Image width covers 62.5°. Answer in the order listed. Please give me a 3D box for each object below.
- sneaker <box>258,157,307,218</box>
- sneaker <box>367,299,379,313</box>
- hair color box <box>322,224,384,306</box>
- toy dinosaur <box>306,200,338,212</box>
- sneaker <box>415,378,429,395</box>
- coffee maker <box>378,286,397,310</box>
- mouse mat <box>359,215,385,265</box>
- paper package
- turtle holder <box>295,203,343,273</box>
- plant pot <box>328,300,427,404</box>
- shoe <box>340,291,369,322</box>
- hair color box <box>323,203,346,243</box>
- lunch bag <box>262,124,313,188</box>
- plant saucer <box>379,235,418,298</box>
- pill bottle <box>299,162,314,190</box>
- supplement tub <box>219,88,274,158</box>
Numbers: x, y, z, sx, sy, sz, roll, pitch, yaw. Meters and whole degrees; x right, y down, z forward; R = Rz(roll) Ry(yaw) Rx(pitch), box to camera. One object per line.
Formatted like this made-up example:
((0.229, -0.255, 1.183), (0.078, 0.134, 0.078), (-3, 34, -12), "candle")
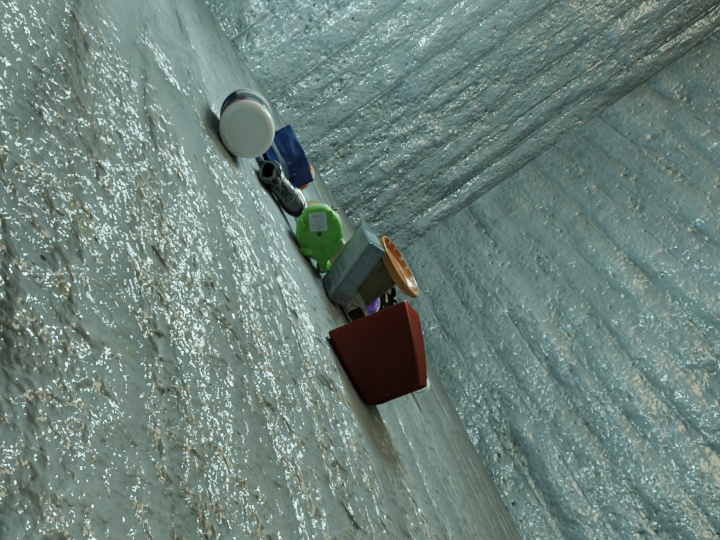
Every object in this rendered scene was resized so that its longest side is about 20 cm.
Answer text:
((-0.229, -0.237, 1.694), (0.202, 0.075, 0.114), (54, 5, 8), "sneaker")
((0.026, 0.048, 2.030), (0.089, 0.077, 0.207), (79, 10, -66), "sneaker")
((-0.022, -0.013, 1.657), (0.060, 0.202, 0.100), (26, 22, -31), "hair color box")
((-0.168, -0.182, 1.883), (0.059, 0.193, 0.104), (97, 6, -66), "toy dinosaur")
((0.174, 0.364, 2.165), (0.115, 0.072, 0.201), (49, 0, -38), "sneaker")
((0.067, 0.148, 2.143), (0.200, 0.130, 0.198), (48, 51, -57), "coffee maker")
((0.063, -0.061, 1.792), (0.200, 0.007, 0.164), (48, 17, -43), "mouse mat")
((0.000, 0.000, 1.860), (0.103, 0.189, 0.202), (44, 13, -41), "paper package")
((-0.107, -0.097, 1.685), (0.188, 0.139, 0.132), (55, 5, -15), "turtle holder")
((0.060, 0.206, 1.386), (0.200, 0.194, 0.182), (42, 29, -71), "plant pot")
((-0.007, 0.126, 1.741), (0.204, 0.069, 0.053), (60, -3, -6), "shoe")
((-0.092, -0.109, 1.987), (0.112, 0.062, 0.203), (-111, 175, -58), "hair color box")
((-0.239, -0.337, 1.856), (0.138, 0.129, 0.203), (76, -12, -52), "lunch bag")
((0.110, -0.007, 1.762), (0.203, 0.032, 0.202), (55, 14, -20), "plant saucer")
((-0.248, -0.377, 2.055), (0.116, 0.112, 0.201), (61, 6, 34), "pill bottle")
((-0.293, -0.384, 1.526), (0.142, 0.138, 0.201), (54, 6, -29), "supplement tub")
